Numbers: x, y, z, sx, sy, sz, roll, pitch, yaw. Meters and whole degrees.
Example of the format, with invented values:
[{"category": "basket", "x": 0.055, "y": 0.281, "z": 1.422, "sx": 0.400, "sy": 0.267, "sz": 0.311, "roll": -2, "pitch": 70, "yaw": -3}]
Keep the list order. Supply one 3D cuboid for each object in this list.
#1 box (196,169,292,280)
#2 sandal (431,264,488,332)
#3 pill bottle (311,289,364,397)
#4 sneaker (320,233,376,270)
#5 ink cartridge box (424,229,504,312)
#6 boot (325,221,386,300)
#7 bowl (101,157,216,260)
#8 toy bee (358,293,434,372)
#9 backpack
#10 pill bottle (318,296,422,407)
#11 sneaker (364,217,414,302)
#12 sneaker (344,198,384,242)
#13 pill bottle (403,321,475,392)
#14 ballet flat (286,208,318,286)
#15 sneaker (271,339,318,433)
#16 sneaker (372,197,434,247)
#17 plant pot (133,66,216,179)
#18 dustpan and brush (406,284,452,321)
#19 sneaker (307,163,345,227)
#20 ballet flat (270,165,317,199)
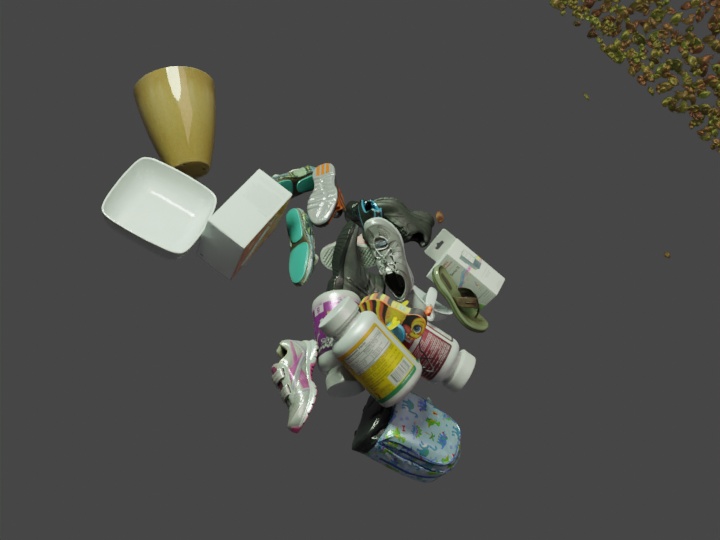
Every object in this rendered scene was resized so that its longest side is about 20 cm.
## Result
[{"category": "box", "x": -0.250, "y": -0.101, "z": 1.366, "sx": 0.097, "sy": 0.125, "sz": 0.201, "roll": 36, "pitch": 49, "yaw": -1}, {"category": "sandal", "x": 0.246, "y": 0.067, "z": 1.514, "sx": 0.202, "sy": 0.057, "sz": 0.080, "roll": 52, "pitch": 30, "yaw": -10}, {"category": "pill bottle", "x": -0.040, "y": 0.153, "z": 1.312, "sx": 0.110, "sy": 0.113, "sz": 0.204, "roll": 7, "pitch": 55, "yaw": -24}, {"category": "sneaker", "x": -0.002, "y": -0.049, "z": 1.510, "sx": 0.195, "sy": 0.077, "sz": 0.105, "roll": -7, "pitch": 20, "yaw": -7}, {"category": "ink cartridge box", "x": 0.245, "y": 0.006, "z": 1.567, "sx": 0.199, "sy": 0.118, "sz": 0.067, "roll": 40, "pitch": 51, "yaw": 2}, {"category": "boot", "x": 0.000, "y": 0.000, "z": 1.434, "sx": 0.129, "sy": 0.070, "sz": 0.205, "roll": 13, "pitch": 92, "yaw": -20}, {"category": "bowl", "x": -0.419, "y": -0.119, "z": 1.321, "sx": 0.197, "sy": 0.075, "sz": 0.202, "roll": 28, "pitch": 49, "yaw": -8}, {"category": "toy bee", "x": 0.095, "y": 0.100, "z": 1.295, "sx": 0.197, "sy": 0.110, "sz": 0.132, "roll": 28, "pitch": 24, "yaw": -19}, {"category": "backpack", "x": 0.105, "y": 0.334, "z": 1.260, "sx": 0.200, "sy": 0.153, "sz": 0.164, "roll": 43, "pitch": 40, "yaw": -11}, {"category": "pill bottle", "x": 0.016, "y": 0.151, "z": 1.201, "sx": 0.200, "sy": 0.112, "sz": 0.113, "roll": 47, "pitch": 48, "yaw": -6}, {"category": "sneaker", "x": 0.068, "y": -0.024, "z": 1.401, "sx": 0.203, "sy": 0.073, "sz": 0.082, "roll": 61, "pitch": 21, "yaw": -19}, {"category": "sneaker", "x": 0.016, "y": -0.138, "z": 1.509, "sx": 0.071, "sy": 0.084, "sz": 0.200, "roll": -8, "pitch": 26, "yaw": -20}, {"category": "pill bottle", "x": 0.150, "y": 0.179, "z": 1.399, "sx": 0.198, "sy": 0.110, "sz": 0.111, "roll": 33, "pitch": 48, "yaw": -4}, {"category": "ballet flat", "x": -0.125, "y": -0.049, "z": 1.433, "sx": 0.073, "sy": 0.074, "sz": 0.204, "roll": 8, "pitch": 58, "yaw": -23}, {"category": "sneaker", "x": -0.136, "y": 0.223, "z": 1.239, "sx": 0.086, "sy": 0.082, "sz": 0.203, "roll": 14, "pitch": 45, "yaw": -17}, {"category": "sneaker", "x": 0.101, "y": -0.122, "z": 1.612, "sx": 0.195, "sy": 0.076, "sz": 0.093, "roll": 17, "pitch": 59, "yaw": -14}, {"category": "plant pot", "x": -0.400, "y": -0.317, "z": 1.417, "sx": 0.183, "sy": 0.186, "sz": 0.205, "roll": -6, "pitch": 73, "yaw": -31}, {"category": "dustpan and brush", "x": 0.158, "y": 0.082, "z": 1.462, "sx": 0.138, "sy": 0.058, "sz": 0.201, "roll": 34, "pitch": 28, "yaw": -4}, {"category": "sneaker", "x": -0.070, "y": -0.154, "z": 1.499, "sx": 0.076, "sy": 0.113, "sz": 0.203, "roll": -10, "pitch": 46, "yaw": 16}, {"category": "ballet flat", "x": -0.177, "y": -0.211, "z": 1.534, "sx": 0.197, "sy": 0.075, "sz": 0.075, "roll": -21, "pitch": 69, "yaw": -39}]
